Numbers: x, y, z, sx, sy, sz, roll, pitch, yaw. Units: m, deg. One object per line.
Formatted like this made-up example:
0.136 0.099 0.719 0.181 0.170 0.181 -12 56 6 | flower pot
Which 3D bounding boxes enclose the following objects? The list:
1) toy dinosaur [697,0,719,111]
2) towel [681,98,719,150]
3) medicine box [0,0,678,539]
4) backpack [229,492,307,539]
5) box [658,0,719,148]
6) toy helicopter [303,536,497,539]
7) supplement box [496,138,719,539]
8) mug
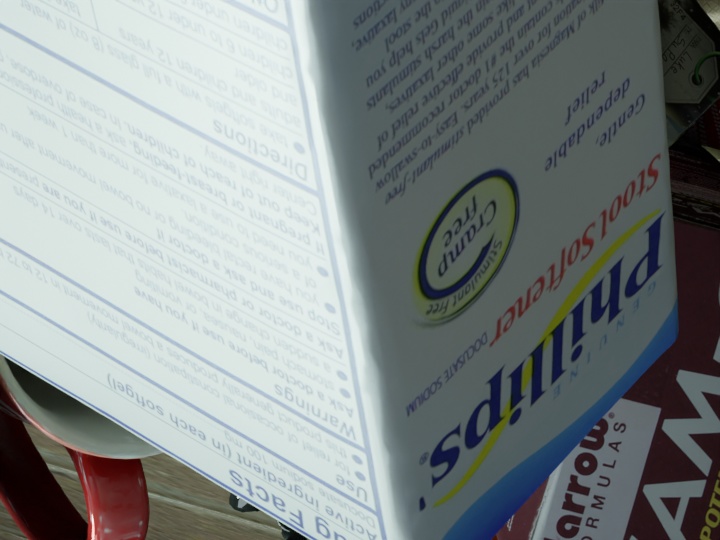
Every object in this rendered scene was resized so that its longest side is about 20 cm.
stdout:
0.076 -0.076 0.724 0.200 0.058 0.101 29 141 20 | toy dinosaur
0.020 -0.084 0.849 0.200 0.023 0.145 17 167 14 | towel
-0.035 -0.055 0.633 0.182 0.103 0.200 28 148 31 | medicine box
0.060 0.077 1.199 0.200 0.127 0.167 21 -172 7 | backpack
-0.005 -0.068 0.732 0.137 0.040 0.200 51 153 -7 | box
0.036 0.093 1.073 0.079 0.200 0.132 61 -162 -9 | toy helicopter
0.074 0.020 0.840 0.061 0.109 0.200 14 -170 -6 | supplement box
-0.147 0.020 1.207 0.133 0.178 0.200 25 171 -32 | mug
